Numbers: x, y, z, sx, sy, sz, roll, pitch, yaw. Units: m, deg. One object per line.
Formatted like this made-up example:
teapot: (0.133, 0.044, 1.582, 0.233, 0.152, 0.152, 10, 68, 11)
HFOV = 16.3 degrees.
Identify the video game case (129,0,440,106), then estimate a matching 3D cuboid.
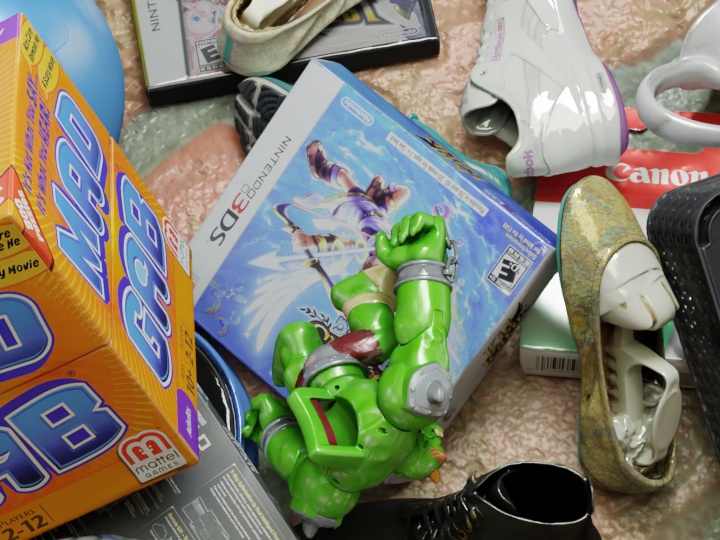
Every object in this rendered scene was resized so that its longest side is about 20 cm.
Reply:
video game case: (-0.060, -0.211, 1.714, 0.200, 0.026, 0.181, -11, 64, -2)

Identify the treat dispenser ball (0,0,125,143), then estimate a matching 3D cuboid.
treat dispenser ball: (-0.248, -0.110, 1.578, 0.201, 0.201, 0.201, -1, 64, 2)

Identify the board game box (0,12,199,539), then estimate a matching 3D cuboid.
board game box: (-0.226, 0.019, 1.426, 0.200, 0.200, 0.200, -24, 35, 13)

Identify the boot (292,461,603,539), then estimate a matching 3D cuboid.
boot: (0.044, 0.147, 1.472, 0.200, 0.138, 0.078, -5, 65, 2)

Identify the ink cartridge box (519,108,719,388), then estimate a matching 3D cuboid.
ink cartridge box: (0.187, -0.024, 1.600, 0.161, 0.050, 0.200, 4, 67, 5)

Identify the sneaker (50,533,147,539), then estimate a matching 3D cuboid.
sneaker: (-0.103, 0.200, 1.412, 0.200, 0.075, 0.087, 16, 88, 9)

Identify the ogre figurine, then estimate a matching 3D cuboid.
ogre figurine: (-0.004, 0.071, 1.452, 0.200, 0.098, 0.120, -33, 46, 23)

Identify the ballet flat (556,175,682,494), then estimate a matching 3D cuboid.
ballet flat: (0.161, 0.042, 1.499, 0.071, 0.200, 0.071, -5, 19, 2)

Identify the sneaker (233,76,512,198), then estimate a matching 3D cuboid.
sneaker: (0.006, -0.070, 1.629, 0.200, 0.078, 0.080, 28, 40, 20)

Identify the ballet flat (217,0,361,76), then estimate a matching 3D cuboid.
ballet flat: (-0.018, -0.206, 1.662, 0.067, 0.062, 0.200, 35, 70, 17)

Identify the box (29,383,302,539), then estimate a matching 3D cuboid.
box: (-0.120, 0.173, 1.475, 0.160, 0.044, 0.200, -35, 78, -2)

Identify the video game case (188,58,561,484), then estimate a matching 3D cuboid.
video game case: (0.000, 0.000, 1.550, 0.200, 0.045, 0.181, 39, 105, 19)

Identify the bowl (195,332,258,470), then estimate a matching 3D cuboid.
bowl: (-0.164, 0.111, 1.556, 0.200, 0.039, 0.201, -1, 64, 3)

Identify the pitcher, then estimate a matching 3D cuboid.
pitcher: (0.288, -0.103, 1.585, 0.200, 0.121, 0.172, 30, 52, 21)

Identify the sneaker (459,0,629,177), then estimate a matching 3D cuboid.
sneaker: (0.101, -0.144, 1.637, 0.099, 0.075, 0.200, -17, 55, -5)

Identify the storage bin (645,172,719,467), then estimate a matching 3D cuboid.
storage bin: (0.268, 0.033, 1.489, 0.135, 0.094, 0.200, -19, 97, -10)
